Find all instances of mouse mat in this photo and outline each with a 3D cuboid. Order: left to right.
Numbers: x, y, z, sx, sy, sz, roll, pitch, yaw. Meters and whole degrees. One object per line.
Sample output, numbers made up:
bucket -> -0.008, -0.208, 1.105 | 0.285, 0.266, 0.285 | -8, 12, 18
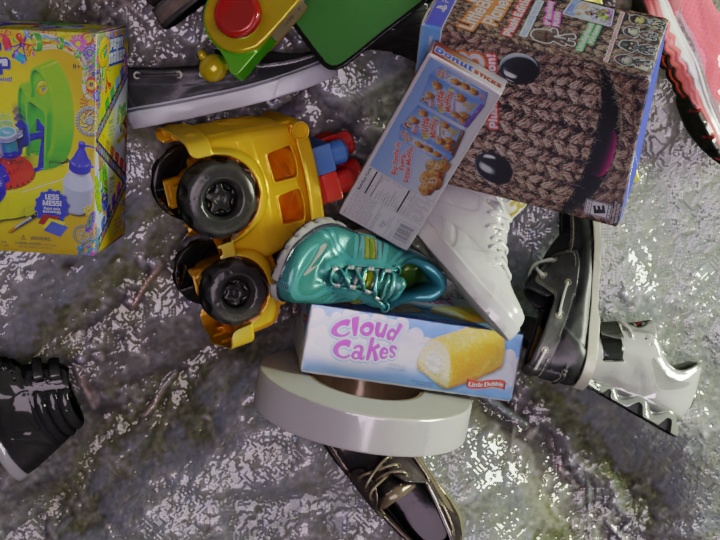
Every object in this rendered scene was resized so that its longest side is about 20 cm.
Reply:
mouse mat -> 0.009, -0.293, 1.664 | 0.200, 0.008, 0.161 | -36, 71, 2

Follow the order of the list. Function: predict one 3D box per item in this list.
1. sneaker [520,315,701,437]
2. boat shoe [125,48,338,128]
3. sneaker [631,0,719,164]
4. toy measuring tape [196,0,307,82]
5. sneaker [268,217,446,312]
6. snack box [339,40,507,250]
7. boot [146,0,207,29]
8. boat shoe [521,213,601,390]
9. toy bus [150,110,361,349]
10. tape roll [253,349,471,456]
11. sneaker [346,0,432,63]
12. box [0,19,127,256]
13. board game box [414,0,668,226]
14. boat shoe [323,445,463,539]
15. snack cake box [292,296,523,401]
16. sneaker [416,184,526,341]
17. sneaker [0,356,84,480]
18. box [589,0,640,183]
sneaker -> 0.236, 0.076, 1.772 | 0.199, 0.074, 0.089 | 28, 91, -17
boat shoe -> -0.121, -0.177, 1.686 | 0.199, 0.069, 0.057 | -13, 102, 0
sneaker -> 0.331, -0.187, 1.723 | 0.086, 0.074, 0.201 | -28, 102, -1
toy measuring tape -> -0.079, -0.250, 1.638 | 0.073, 0.074, 0.200 | 41, 92, -11
sneaker -> 0.000, 0.000, 1.649 | 0.199, 0.079, 0.078 | -3, 116, -48
snack box -> 0.052, -0.105, 1.608 | 0.072, 0.024, 0.200 | 29, 131, -2
boot -> -0.164, -0.333, 1.647 | 0.200, 0.069, 0.174 | -39, 93, 2
boat shoe -> 0.185, 0.009, 1.711 | 0.067, 0.072, 0.201 | 9, 65, -4
toy bus -> -0.081, -0.050, 1.694 | 0.191, 0.136, 0.201 | -16, 105, -18
tape roll -> 0.003, 0.118, 1.688 | 0.201, 0.203, 0.037 | 8, 103, -7
sneaker -> 0.070, -0.214, 1.696 | 0.198, 0.076, 0.091 | -9, 112, 1
box -> -0.315, -0.122, 1.635 | 0.198, 0.122, 0.194 | 3, 101, 6
board game box -> 0.151, -0.150, 1.614 | 0.199, 0.097, 0.160 | 14, 130, 11
boat shoe -> 0.032, 0.196, 1.770 | 0.074, 0.073, 0.200 | -43, 102, 4
snack cake box -> 0.041, 0.062, 1.723 | 0.198, 0.115, 0.068 | 8, 103, -8
sneaker -> 0.118, -0.037, 1.686 | 0.115, 0.200, 0.074 | -34, 146, -1
sneaker -> -0.330, 0.090, 1.720 | 0.099, 0.071, 0.201 | -32, 108, 0
box -> 0.209, -0.177, 1.713 | 0.050, 0.075, 0.201 | -14, 101, -3
